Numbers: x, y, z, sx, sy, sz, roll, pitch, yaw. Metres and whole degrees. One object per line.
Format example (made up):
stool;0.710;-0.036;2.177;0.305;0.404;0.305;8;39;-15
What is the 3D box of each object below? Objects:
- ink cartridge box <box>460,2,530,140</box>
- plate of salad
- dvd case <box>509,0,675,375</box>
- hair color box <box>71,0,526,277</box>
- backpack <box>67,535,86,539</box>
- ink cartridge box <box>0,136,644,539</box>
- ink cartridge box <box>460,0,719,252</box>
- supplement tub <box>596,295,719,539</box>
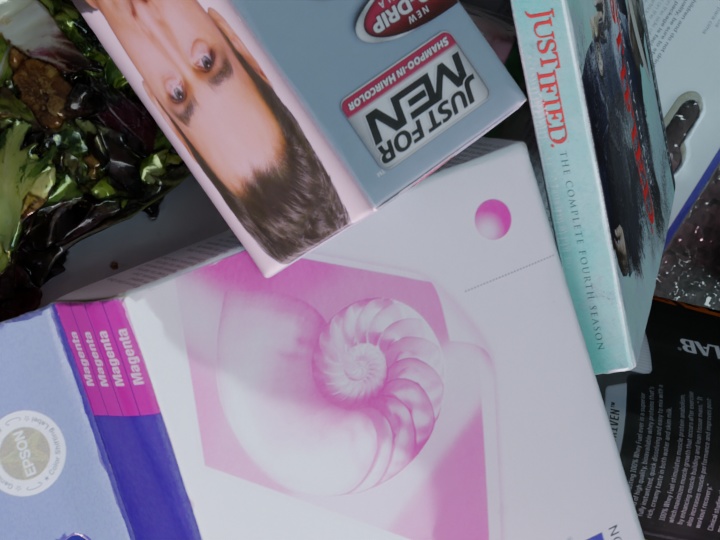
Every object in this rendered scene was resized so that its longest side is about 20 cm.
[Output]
ink cartridge box;0.000;0.000;1.000;0.050;0.161;0.200;23;98;11
plate of salad;-0.113;-0.053;0.897;0.200;0.048;0.200;2;72;-6
dvd case;0.083;-0.066;0.987;0.022;0.200;0.146;-9;106;12
hair color box;-0.048;-0.103;0.813;0.061;0.099;0.200;-36;92;-22
backpack;-0.167;0.054;0.962;0.162;0.200;0.168;-1;110;-24
ink cartridge box;-0.011;0.082;0.886;0.200;0.043;0.197;-22;102;-22
ink cartridge box;0.059;-0.082;1.107;0.200;0.041;0.200;30;95;-31
supplement tub;0.103;0.070;1.029;0.200;0.123;0.123;13;103;-22
